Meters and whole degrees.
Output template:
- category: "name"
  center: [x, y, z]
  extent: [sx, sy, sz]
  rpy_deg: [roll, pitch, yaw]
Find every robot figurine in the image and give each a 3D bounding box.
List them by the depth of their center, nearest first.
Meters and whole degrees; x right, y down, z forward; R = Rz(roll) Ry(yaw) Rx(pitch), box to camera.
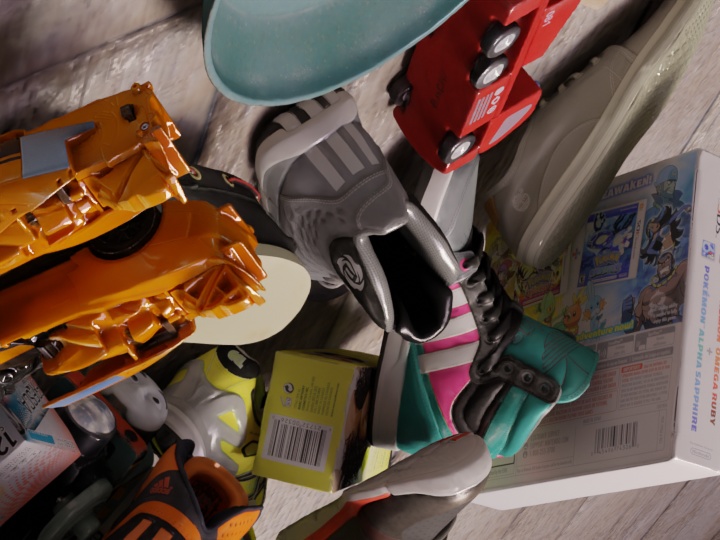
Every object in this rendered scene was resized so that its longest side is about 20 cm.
- category: "robot figurine"
  center: [-0.144, 0.011, 0.761]
  extent: [0.199, 0.058, 0.145]
  rpy_deg: [-26, 138, 8]

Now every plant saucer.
- category: "plant saucer"
  center: [0.009, -0.149, 0.815]
  extent: [0.199, 0.036, 0.200]
  rpy_deg: [-35, 162, -13]

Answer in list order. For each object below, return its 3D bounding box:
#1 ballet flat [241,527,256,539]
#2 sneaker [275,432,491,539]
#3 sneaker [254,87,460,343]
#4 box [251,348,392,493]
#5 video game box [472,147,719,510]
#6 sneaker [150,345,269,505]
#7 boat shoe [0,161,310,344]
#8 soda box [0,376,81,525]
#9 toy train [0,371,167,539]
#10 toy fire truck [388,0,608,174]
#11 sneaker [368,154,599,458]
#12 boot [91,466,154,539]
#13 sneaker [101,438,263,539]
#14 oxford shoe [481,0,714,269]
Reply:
- category: "ballet flat"
  center: [-0.109, 0.189, 1.174]
  extent: [0.201, 0.066, 0.067]
  rpy_deg: [-62, -179, 33]
- category: "sneaker"
  center: [0.026, 0.151, 1.131]
  extent: [0.077, 0.082, 0.200]
  rpy_deg: [-24, 172, -31]
- category: "sneaker"
  center: [0.000, 0.000, 1.018]
  extent: [0.075, 0.116, 0.200]
  rpy_deg: [-35, 161, -10]
- category: "box"
  center: [-0.014, 0.086, 1.197]
  extent: [0.200, 0.050, 0.076]
  rpy_deg: [5, 96, -81]
- category: "video game box"
  center: [0.138, 0.040, 1.192]
  extent: [0.047, 0.184, 0.199]
  rpy_deg: [17, 160, -31]
- category: "sneaker"
  center: [-0.075, 0.099, 1.178]
  extent: [0.076, 0.075, 0.200]
  rpy_deg: [-47, 169, -9]
- category: "boat shoe"
  center: [-0.107, -0.016, 0.855]
  extent: [0.201, 0.063, 0.074]
  rpy_deg: [13, 125, -49]
- category: "soda box"
  center: [-0.230, 0.122, 0.944]
  extent: [0.200, 0.064, 0.068]
  rpy_deg: [-42, 162, 5]
- category: "toy train"
  center: [-0.176, 0.128, 1.048]
  extent: [0.200, 0.085, 0.114]
  rpy_deg: [-51, 171, 27]
- category: "toy fire truck"
  center: [0.095, -0.140, 0.979]
  extent: [0.141, 0.049, 0.200]
  rpy_deg: [-31, 160, -26]
- category: "sneaker"
  center: [0.076, 0.026, 1.128]
  extent: [0.084, 0.120, 0.201]
  rpy_deg: [-62, 163, -58]
- category: "boot"
  center: [-0.186, 0.196, 1.184]
  extent: [0.199, 0.073, 0.091]
  rpy_deg: [-28, 153, -34]
- category: "sneaker"
  center: [-0.101, 0.155, 1.054]
  extent: [0.112, 0.077, 0.200]
  rpy_deg: [-50, 180, -18]
- category: "oxford shoe"
  center: [0.137, -0.095, 1.168]
  extent: [0.201, 0.058, 0.075]
  rpy_deg: [-54, 159, -3]
